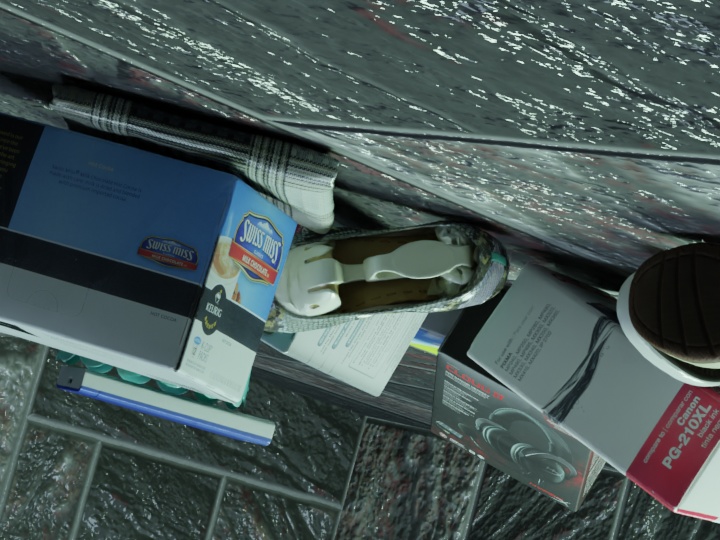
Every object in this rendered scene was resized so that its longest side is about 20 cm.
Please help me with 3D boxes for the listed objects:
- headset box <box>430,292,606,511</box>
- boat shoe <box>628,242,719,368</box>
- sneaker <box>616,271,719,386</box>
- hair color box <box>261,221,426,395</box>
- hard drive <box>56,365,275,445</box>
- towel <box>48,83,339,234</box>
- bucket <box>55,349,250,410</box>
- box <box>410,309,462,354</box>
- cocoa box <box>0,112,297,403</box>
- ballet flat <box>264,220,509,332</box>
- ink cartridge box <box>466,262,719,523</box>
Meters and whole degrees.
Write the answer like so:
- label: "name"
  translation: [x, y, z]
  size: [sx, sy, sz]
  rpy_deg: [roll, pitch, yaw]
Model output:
- label: "headset box"
  translation: [0.141, 0.103, 1.991]
  size: [0.149, 0.077, 0.200]
  rpy_deg: [29, 159, 11]
- label: "boat shoe"
  translation: [0.247, 0.027, 1.416]
  size: [0.075, 0.075, 0.202]
  rpy_deg: [13, 176, -37]
- label: "sneaker"
  translation: [0.222, 0.043, 1.608]
  size: [0.200, 0.073, 0.085]
  rpy_deg: [19, 170, -42]
- label: "hair color box"
  translation: [-0.017, 0.023, 1.787]
  size: [0.061, 0.099, 0.200]
  rpy_deg: [30, 180, 23]
- label: "hard drive"
  translation: [-0.197, 0.135, 2.419]
  size: [0.199, 0.025, 0.132]
  rpy_deg: [17, 174, -17]
- label: "towel"
  translation: [-0.108, -0.071, 1.584]
  size: [0.192, 0.035, 0.200]
  rpy_deg: [15, 174, 0]
- label: "bucket"
  translation: [-0.195, 0.051, 2.414]
  size: [0.206, 0.135, 0.207]
  rpy_deg: [14, 173, 2]
- label: "box"
  translation: [0.070, 0.046, 2.127]
  size: [0.200, 0.048, 0.122]
  rpy_deg: [20, 171, -37]
- label: "cocoa box"
  translation: [-0.165, -0.011, 1.564]
  size: [0.199, 0.132, 0.133]
  rpy_deg: [15, 172, 19]
- label: "ballet flat"
  translation: [0.000, 0.000, 1.641]
  size: [0.199, 0.072, 0.072]
  rpy_deg: [-7, 170, 8]
- label: "ink cartridge box"
  translation: [0.195, 0.088, 1.700]
  size: [0.200, 0.084, 0.145]
  rpy_deg: [37, -171, 30]
